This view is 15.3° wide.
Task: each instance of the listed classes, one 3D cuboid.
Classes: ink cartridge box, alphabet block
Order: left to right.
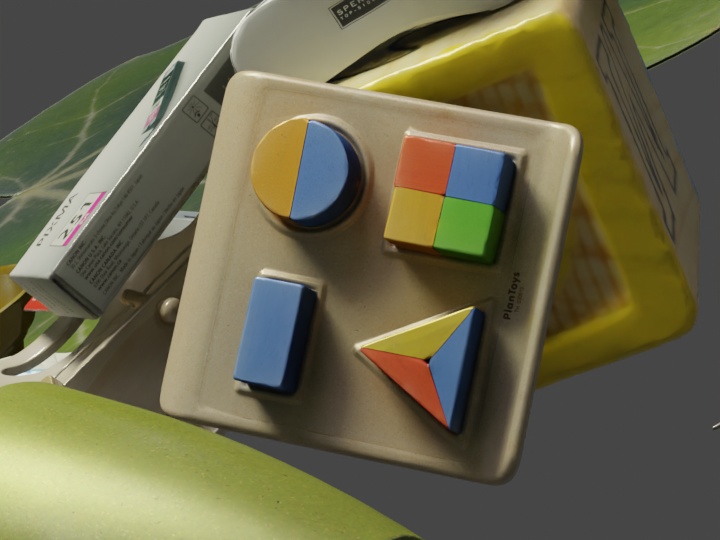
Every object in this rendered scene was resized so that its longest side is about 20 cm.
[{"bbox_3d":[-0.135,-0.063,1.591,0.200,0.044,0.174,-54,19,-13],"label":"ink cartridge box"},{"bbox_3d":[0.072,-0.051,1.497,0.195,0.197,0.200,-23,15,14],"label":"alphabet block"}]

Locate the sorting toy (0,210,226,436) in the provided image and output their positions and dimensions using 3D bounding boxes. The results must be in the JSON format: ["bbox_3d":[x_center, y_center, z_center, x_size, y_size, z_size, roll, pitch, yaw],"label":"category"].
[{"bbox_3d":[-0.144,0.040,1.596,0.180,0.107,0.200,11,48,47],"label":"sorting toy"}]

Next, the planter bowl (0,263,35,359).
[{"bbox_3d":[-0.299,0.078,1.862,0.200,0.084,0.200,-22,14,6],"label":"planter bowl"}]

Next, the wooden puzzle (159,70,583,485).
[{"bbox_3d":[0.000,0.000,1.350,0.200,0.186,0.046,10,-4,19],"label":"wooden puzzle"}]

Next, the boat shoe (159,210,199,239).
[{"bbox_3d":[-0.080,0.008,1.785,0.202,0.086,0.075,4,8,-6],"label":"boat shoe"}]

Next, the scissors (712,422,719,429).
[{"bbox_3d":[0.259,0.028,1.275,0.200,0.014,0.073,-29,17,-24],"label":"scissors"}]

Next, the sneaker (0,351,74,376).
[{"bbox_3d":[-0.151,0.085,1.668,0.200,0.078,0.090,-23,36,7],"label":"sneaker"}]

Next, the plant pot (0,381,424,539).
[{"bbox_3d":[-0.068,0.147,1.113,0.200,0.187,0.187,4,28,33],"label":"plant pot"}]

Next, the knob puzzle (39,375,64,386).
[{"bbox_3d":[-0.197,0.177,1.326,0.219,0.030,0.220,-29,44,32],"label":"knob puzzle"}]

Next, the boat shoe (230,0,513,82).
[{"bbox_3d":[0.021,-0.157,1.440,0.200,0.072,0.068,-30,15,7],"label":"boat shoe"}]
